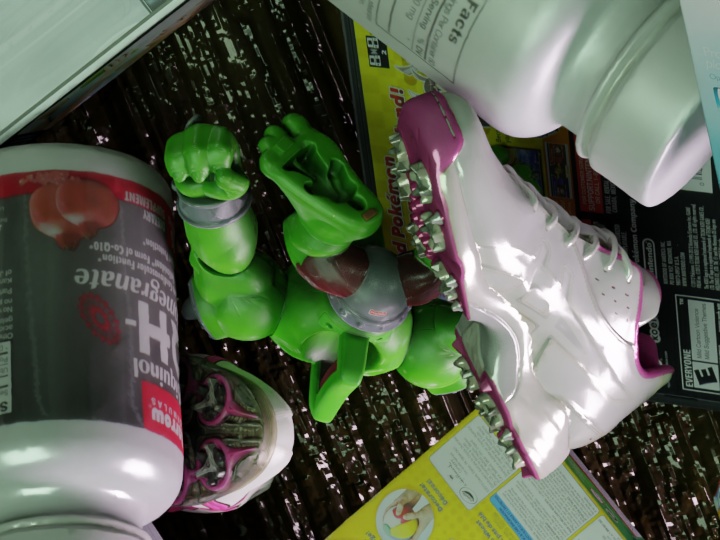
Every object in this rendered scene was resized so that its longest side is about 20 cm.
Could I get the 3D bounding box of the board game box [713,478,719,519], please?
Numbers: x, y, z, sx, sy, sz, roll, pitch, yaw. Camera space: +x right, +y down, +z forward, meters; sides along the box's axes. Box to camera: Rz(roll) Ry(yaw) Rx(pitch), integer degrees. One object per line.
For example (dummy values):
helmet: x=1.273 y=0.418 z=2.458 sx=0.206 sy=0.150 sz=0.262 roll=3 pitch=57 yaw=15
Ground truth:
board game box: x=0.233 y=0.048 z=1.179 sx=0.104 sy=0.103 sz=0.201 roll=8 pitch=117 yaw=-7

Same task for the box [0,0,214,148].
box: x=-0.144 y=-0.139 z=1.253 sx=0.200 sy=0.060 sz=0.117 roll=-35 pitch=88 yaw=14

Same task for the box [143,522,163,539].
box: x=-0.147 y=0.166 z=1.333 sx=0.159 sy=0.048 sz=0.200 roll=53 pitch=148 yaw=17

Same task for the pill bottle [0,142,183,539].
pill bottle: x=-0.134 y=0.054 z=1.214 sx=0.110 sy=0.111 sz=0.201 roll=-16 pitch=63 yaw=26

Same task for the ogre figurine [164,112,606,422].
ogre figurine: x=0.000 y=0.000 z=1.221 sx=0.120 sy=0.199 sz=0.098 roll=119 pitch=142 yaw=-46

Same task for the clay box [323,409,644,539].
clay box: x=0.033 y=0.162 z=1.302 sx=0.200 sy=0.048 sz=0.115 roll=-41 pitch=75 yaw=10

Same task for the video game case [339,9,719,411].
video game case: x=0.087 y=-0.034 z=1.238 sx=0.180 sy=0.026 sz=0.201 roll=7 pitch=124 yaw=24

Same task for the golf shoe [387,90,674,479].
golf shoe: x=0.072 y=-0.004 z=1.142 sx=0.091 sy=0.075 sz=0.200 roll=-24 pitch=131 yaw=-2

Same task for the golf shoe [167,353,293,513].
golf shoe: x=-0.072 y=0.079 z=1.304 sx=0.200 sy=0.092 sz=0.073 roll=-12 pitch=75 yaw=61

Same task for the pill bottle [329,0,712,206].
pill bottle: x=0.066 y=-0.120 z=1.116 sx=0.200 sy=0.114 sz=0.115 roll=39 pitch=121 yaw=16

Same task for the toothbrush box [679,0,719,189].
toothbrush box: x=0.192 y=-0.110 z=1.033 sx=0.085 sy=0.147 sz=0.200 roll=12 pitch=138 yaw=32
